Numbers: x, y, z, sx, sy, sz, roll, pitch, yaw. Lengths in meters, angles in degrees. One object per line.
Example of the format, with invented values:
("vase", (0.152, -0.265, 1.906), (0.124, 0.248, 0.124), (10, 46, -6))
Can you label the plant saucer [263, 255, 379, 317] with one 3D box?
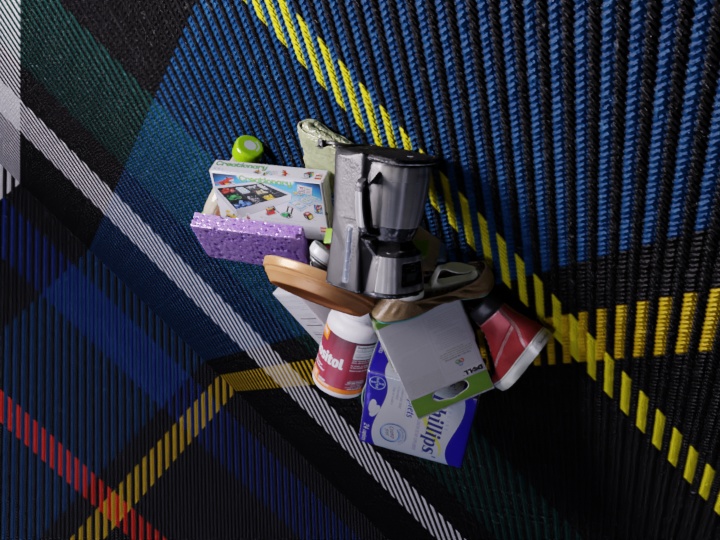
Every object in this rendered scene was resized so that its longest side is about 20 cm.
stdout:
("plant saucer", (-0.065, 0.030, 1.293), (0.199, 0.038, 0.200), (20, 171, 3))

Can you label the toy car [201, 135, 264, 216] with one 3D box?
("toy car", (-0.175, -0.119, 1.494), (0.199, 0.158, 0.164), (27, 141, -7))

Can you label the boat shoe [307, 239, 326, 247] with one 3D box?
("boat shoe", (-0.060, -0.081, 1.428), (0.199, 0.070, 0.071), (-9, 114, 35))

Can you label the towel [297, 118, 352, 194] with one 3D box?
("towel", (-0.013, -0.153, 1.292), (0.200, 0.037, 0.149), (32, 156, 20))

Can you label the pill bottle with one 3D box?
("pill bottle", (-0.019, 0.139, 1.574), (0.113, 0.113, 0.201), (30, 120, 26))

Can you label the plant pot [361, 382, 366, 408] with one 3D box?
("plant pot", (0.115, 0.227, 1.606), (0.199, 0.135, 0.201), (9, 126, 12))

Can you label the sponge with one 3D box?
("sponge", (-0.183, -0.047, 1.392), (0.199, 0.030, 0.112), (8, 152, 14))

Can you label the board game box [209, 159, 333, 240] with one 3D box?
("board game box", (-0.144, -0.116, 1.349), (0.199, 0.035, 0.127), (8, 134, 15))

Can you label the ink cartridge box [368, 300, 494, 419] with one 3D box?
("ink cartridge box", (0.118, 0.128, 1.352), (0.076, 0.147, 0.201), (-110, -4, -68))

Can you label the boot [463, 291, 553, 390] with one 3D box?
("boot", (0.225, 0.113, 1.348), (0.144, 0.072, 0.200), (38, 151, 14))

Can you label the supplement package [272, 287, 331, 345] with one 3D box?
("supplement package", (-0.064, 0.080, 1.694), (0.200, 0.114, 0.109), (50, 155, -20))

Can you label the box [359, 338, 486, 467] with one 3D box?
("box", (0.110, 0.236, 1.464), (0.199, 0.105, 0.185), (13, 128, 8))

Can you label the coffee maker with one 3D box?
("coffee maker", (0.018, -0.076, 1.164), (0.192, 0.134, 0.201), (33, 120, 60))

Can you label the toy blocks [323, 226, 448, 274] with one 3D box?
("toy blocks", (0.058, -0.025, 1.309), (0.199, 0.100, 0.137), (-1, 161, 36))

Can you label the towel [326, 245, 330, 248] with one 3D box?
("towel", (0.000, 0.000, 1.522), (0.144, 0.023, 0.200), (9, 154, 51))

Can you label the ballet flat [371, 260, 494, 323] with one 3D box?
("ballet flat", (0.111, 0.024, 1.239), (0.073, 0.199, 0.068), (85, 170, -45))

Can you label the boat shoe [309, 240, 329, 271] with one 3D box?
("boat shoe", (-0.054, -0.001, 1.392), (0.069, 0.057, 0.200), (38, 180, 14))
